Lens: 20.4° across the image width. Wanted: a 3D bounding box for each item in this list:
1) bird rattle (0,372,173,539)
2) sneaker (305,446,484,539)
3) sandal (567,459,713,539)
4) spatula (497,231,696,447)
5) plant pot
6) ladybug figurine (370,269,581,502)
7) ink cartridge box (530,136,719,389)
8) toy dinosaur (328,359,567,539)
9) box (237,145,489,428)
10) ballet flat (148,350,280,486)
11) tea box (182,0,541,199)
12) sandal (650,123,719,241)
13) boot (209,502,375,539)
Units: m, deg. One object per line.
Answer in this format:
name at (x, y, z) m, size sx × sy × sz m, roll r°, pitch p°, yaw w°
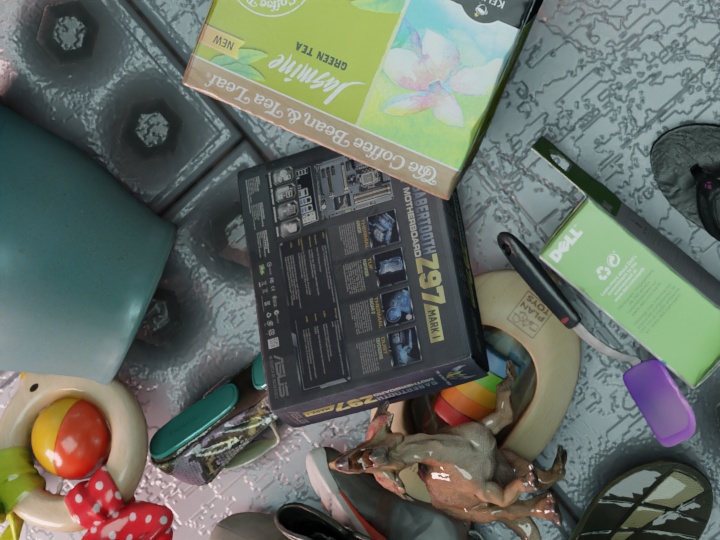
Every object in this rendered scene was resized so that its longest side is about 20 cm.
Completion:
bird rattle at (-0.226, 0.154, 1.536) m, size 0.200 × 0.113 × 0.164 m, roll 10°, pitch 82°, yaw 32°
sneaker at (0.043, 0.199, 1.544) m, size 0.082 × 0.077 × 0.200 m, roll -44°, pitch 90°, yaw -12°
sandal at (0.190, 0.213, 1.515) m, size 0.080 × 0.057 × 0.201 m, roll 34°, pitch 119°, yaw -2°
spatula at (0.168, 0.046, 1.434) m, size 0.200 × 0.057 × 0.021 m, roll 45°, pitch 60°, yaw -5°
plant pot at (-0.247, -0.008, 1.501) m, size 0.188 × 0.200 × 0.200 m, roll 24°, pitch 104°, yaw -9°
ladybug figurine at (0.090, 0.082, 1.500) m, size 0.136 × 0.072 × 0.200 m, roll 38°, pitch 105°, yaw 3°
ink cartridge box at (0.186, -0.009, 1.449) m, size 0.200 × 0.104 × 0.059 m, roll 40°, pitch 104°, yaw 2°
toy dinosaur at (0.069, 0.146, 1.431) m, size 0.135 × 0.086 × 0.200 m, roll -16°, pitch 137°, yaw 19°
box at (0.000, 0.000, 1.470) m, size 0.157 × 0.051 × 0.201 m, roll -17°, pitch 66°, yaw 16°
ballet flat at (-0.073, 0.100, 1.549) m, size 0.200 × 0.072 × 0.072 m, roll -38°, pitch 90°, yaw 15°
tea box at (0.015, -0.183, 1.358) m, size 0.200 × 0.134 × 0.197 m, roll 23°, pitch 106°, yaw 4°
sandal at (0.295, -0.033, 1.451) m, size 0.200 × 0.048 × 0.075 m, roll 43°, pitch 105°, yaw 1°
boot at (-0.041, 0.207, 1.499) m, size 0.200 × 0.131 × 0.068 m, roll 21°, pitch 62°, yaw 28°
